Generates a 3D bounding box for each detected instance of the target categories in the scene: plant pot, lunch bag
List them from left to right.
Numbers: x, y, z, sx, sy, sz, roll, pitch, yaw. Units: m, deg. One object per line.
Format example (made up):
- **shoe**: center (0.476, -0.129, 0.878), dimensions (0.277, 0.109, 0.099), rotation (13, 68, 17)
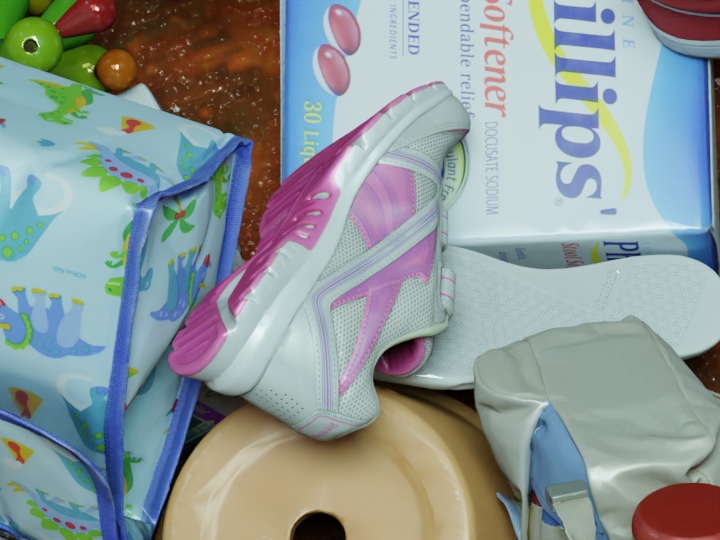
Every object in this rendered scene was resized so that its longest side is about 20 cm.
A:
- **lunch bag**: center (-0.156, 0.021, 1.189), dimensions (0.170, 0.127, 0.200), rotation (21, 118, 17)
- **plant pot**: center (-0.007, 0.133, 1.231), dimensions (0.200, 0.140, 0.200), rotation (-2, 73, 8)

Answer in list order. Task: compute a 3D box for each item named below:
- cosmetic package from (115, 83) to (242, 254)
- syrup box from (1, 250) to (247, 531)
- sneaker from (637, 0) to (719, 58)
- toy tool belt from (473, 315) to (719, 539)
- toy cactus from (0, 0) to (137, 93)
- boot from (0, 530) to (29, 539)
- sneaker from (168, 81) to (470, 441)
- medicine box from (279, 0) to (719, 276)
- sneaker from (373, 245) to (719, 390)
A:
- **cosmetic package**: center (-0.168, -0.005, 1.320), dimensions (0.200, 0.102, 0.074), rotation (-28, 70, 1)
- **syrup box**: center (-0.137, 0.061, 1.293), dimensions (0.200, 0.079, 0.082), rotation (-28, 74, 7)
- **sneaker**: center (0.206, -0.141, 1.167), dimensions (0.200, 0.112, 0.071), rotation (-8, 71, 19)
- **toy tool belt**: center (0.116, 0.112, 1.134), dimensions (0.125, 0.123, 0.200), rotation (-10, 27, -9)
- **toy cactus**: center (-0.195, -0.088, 1.297), dimensions (0.165, 0.200, 0.102), rotation (-38, 111, -15)
- **boot**: center (-0.127, 0.208, 1.212), dimensions (0.200, 0.174, 0.069), rotation (23, 34, 17)
- **sneaker**: center (0.000, 0.000, 1.180), dimensions (0.088, 0.081, 0.200), rotation (43, 53, -11)
- **medicine box**: center (0.068, -0.084, 1.304), dimensions (0.200, 0.103, 0.182), rotation (-3, 73, 9)
- **sneaker**: center (0.062, 0.038, 1.259), dimensions (0.200, 0.099, 0.071), rotation (-1, 65, -9)
